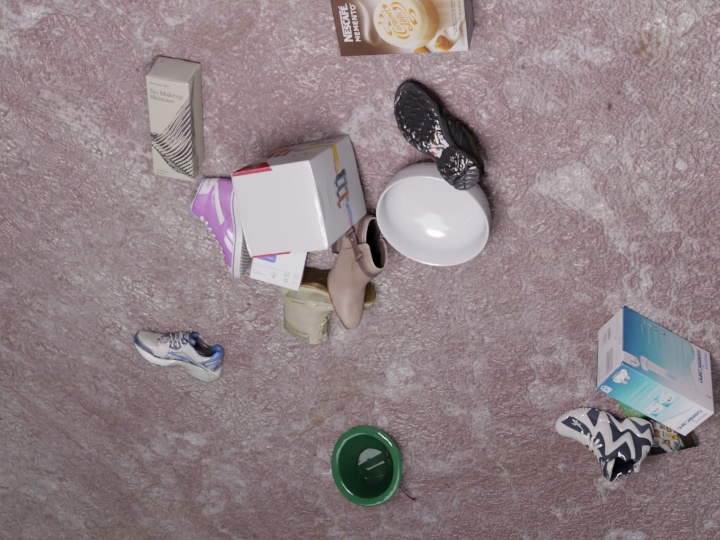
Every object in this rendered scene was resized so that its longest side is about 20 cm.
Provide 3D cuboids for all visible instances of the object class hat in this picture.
[{"bbox_3d":[0.036,0.437,2.220,0.162,0.176,0.204,2,94,17],"label":"hat"}]

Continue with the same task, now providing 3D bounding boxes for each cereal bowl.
[{"bbox_3d":[0.129,-0.107,1.661,0.196,0.084,0.202,10,136,10],"label":"cereal bowl"}]

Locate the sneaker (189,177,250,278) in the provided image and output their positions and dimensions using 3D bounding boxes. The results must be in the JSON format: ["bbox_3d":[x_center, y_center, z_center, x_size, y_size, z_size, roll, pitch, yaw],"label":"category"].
[{"bbox_3d":[-0.259,-0.084,1.813,0.112,0.073,0.204,10,122,12],"label":"sneaker"}]

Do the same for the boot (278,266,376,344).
[{"bbox_3d":[-0.063,0.076,1.892,0.196,0.073,0.157,11,132,14],"label":"boot"}]

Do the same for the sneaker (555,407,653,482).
[{"bbox_3d":[0.470,0.351,1.927,0.196,0.131,0.080,9,137,23],"label":"sneaker"}]

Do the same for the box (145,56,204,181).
[{"bbox_3d":[-0.315,-0.257,1.670,0.081,0.069,0.202,10,133,7],"label":"box"}]

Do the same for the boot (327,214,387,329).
[{"bbox_3d":[0.000,0.000,1.736,0.145,0.069,0.204,-12,88,60],"label":"boot"}]

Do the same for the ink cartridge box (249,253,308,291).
[{"bbox_3d":[-0.136,-0.070,1.781,0.098,0.039,0.203,16,114,2],"label":"ink cartridge box"}]

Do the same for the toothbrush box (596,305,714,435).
[{"bbox_3d":[0.530,0.180,1.762,0.197,0.148,0.086,26,134,-9],"label":"toothbrush box"}]

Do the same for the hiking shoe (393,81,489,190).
[{"bbox_3d":[0.128,-0.217,1.571,0.075,0.100,0.202,-37,85,25],"label":"hiking shoe"}]

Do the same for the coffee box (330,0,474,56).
[{"bbox_3d":[0.062,-0.386,1.440,0.196,0.080,0.116,0,131,16],"label":"coffee box"}]

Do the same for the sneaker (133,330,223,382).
[{"bbox_3d":[-0.379,0.158,2.064,0.197,0.078,0.086,20,124,-12],"label":"sneaker"}]

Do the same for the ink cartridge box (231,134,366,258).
[{"bbox_3d":[-0.096,-0.125,1.614,0.143,0.200,0.147,-7,106,21],"label":"ink cartridge box"}]

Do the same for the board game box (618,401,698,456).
[{"bbox_3d":[0.583,0.288,1.926,0.103,0.024,0.201,-16,125,30],"label":"board game box"}]
